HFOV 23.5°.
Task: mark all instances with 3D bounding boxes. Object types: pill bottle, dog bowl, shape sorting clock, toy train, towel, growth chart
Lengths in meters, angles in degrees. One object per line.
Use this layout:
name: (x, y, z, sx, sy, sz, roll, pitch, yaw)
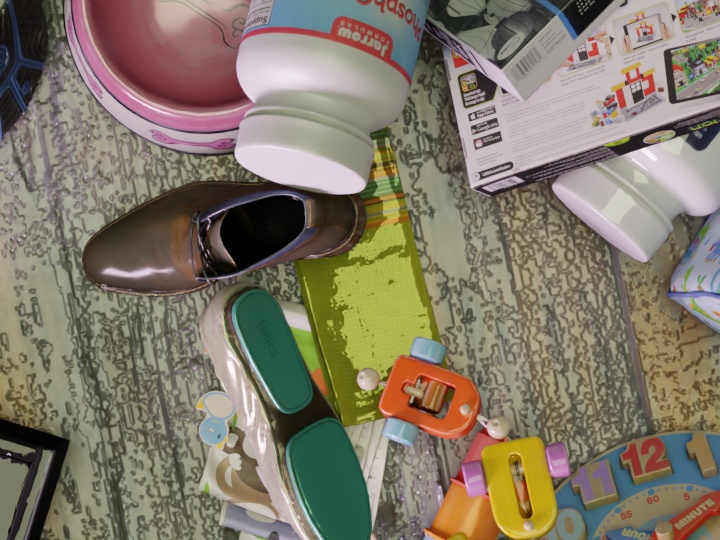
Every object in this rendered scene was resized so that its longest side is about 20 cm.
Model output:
pill bottle: (0.219, -0.108, 1.146, 0.111, 0.111, 0.200, 39, 88, -1)
dog bowl: (-0.103, -0.179, 1.156, 0.199, 0.074, 0.202, 0, 90, -1)
shape sorting clock: (0.199, 0.179, 1.116, 0.199, 0.200, 0.039, -25, 125, -2)
toy train: (0.054, 0.153, 1.124, 0.149, 0.056, 0.201, 14, 78, 11)
towel: (0.000, 0.000, 1.175, 0.085, 0.018, 0.201, -14, 85, -4)
growth chart: (-0.043, 0.119, 1.183, 0.144, 0.018, 0.202, 5, 87, -2)
pill bottle: (-0.014, -0.155, 1.062, 0.108, 0.109, 0.201, 13, 77, -2)

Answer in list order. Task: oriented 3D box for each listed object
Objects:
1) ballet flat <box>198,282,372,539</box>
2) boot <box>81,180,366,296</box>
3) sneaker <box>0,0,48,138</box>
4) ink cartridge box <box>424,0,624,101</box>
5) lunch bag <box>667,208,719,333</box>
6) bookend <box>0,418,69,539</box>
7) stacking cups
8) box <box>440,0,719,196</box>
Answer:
ballet flat: (-0.050, 0.103, 1.148, 0.067, 0.062, 0.201, -20, 87, -38)
boot: (-0.102, -0.026, 1.129, 0.199, 0.097, 0.075, -12, 87, 12)
sneaker: (-0.255, -0.176, 1.161, 0.077, 0.076, 0.201, 12, 89, 21)
ink cartridge box: (0.075, -0.193, 1.115, 0.099, 0.200, 0.039, -46, 135, -1)
lunch bag: (0.280, -0.028, 1.103, 0.082, 0.200, 0.161, 33, 88, -2)
bookend: (-0.220, 0.195, 1.139, 0.199, 0.092, 0.200, 18, 89, -2)
stacking cups: (0.061, 0.206, 1.168, 0.060, 0.061, 0.201, 28, 86, -1)
box: (0.154, -0.129, 1.093, 0.199, 0.035, 0.111, -17, 75, 24)
